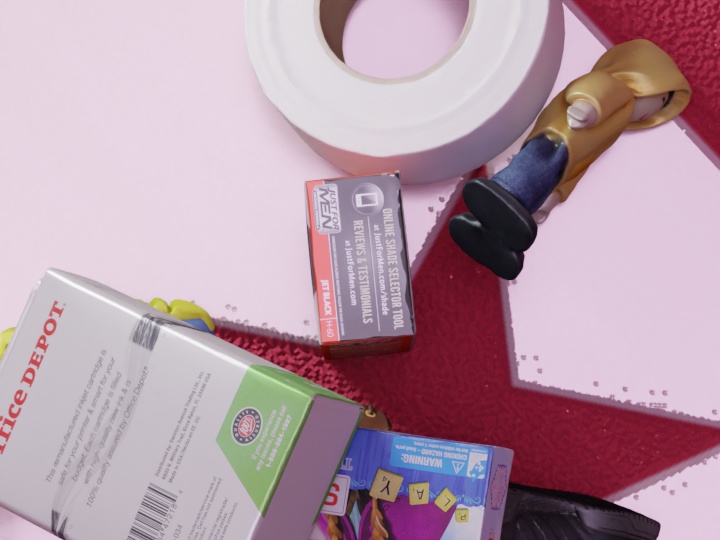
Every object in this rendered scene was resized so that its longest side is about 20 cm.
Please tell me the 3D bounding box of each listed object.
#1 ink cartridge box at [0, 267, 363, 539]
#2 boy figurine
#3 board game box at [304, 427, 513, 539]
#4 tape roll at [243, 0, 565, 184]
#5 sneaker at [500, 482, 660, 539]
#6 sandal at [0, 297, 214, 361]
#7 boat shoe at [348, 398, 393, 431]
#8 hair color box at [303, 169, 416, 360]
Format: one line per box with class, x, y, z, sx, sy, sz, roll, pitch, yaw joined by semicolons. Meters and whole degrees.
ink cartridge box;-0.122;0.104;1.592;0.200;0.084;0.146;25;92;24
boy figurine;0.137;-0.077;1.701;0.064;0.124;0.200;39;54;14
board game box;-0.019;0.192;1.607;0.200;0.041;0.200;6;85;22
tape roll;0.029;-0.160;1.700;0.202;0.071;0.203;-3;75;13
sneaker;0.093;0.188;1.677;0.200;0.060;0.104;13;92;-28
sandal;-0.187;0.070;1.706;0.200;0.079;0.087;-16;89;7
boat shoe;-0.011;0.114;1.704;0.200;0.072;0.068;40;81;-3
hair color box;0.000;0.000;1.645;0.061;0.200;0.102;-5;85;-1
